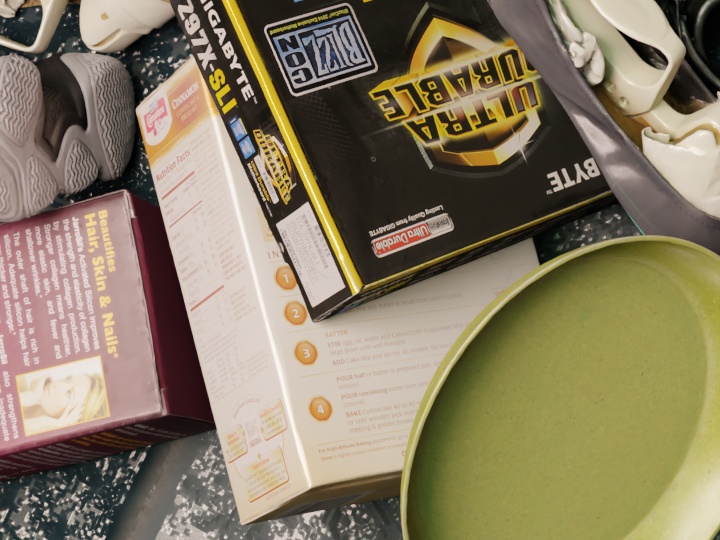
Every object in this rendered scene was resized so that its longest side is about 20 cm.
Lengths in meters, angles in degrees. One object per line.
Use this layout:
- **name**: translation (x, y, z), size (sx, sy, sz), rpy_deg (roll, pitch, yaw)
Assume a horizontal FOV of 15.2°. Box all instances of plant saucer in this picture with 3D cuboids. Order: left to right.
- **plant saucer**: translation (0.095, 0.072, 1.195), size (0.201, 0.200, 0.031), rpy_deg (-55, 41, 2)

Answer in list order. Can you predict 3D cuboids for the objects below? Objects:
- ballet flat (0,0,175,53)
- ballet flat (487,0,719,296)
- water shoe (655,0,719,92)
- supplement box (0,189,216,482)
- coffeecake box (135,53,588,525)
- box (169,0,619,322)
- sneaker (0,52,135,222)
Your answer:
- **ballet flat**: translation (-0.144, -0.139, 1.342), size (0.199, 0.071, 0.071), rpy_deg (5, 84, 22)
- **ballet flat**: translation (0.130, -0.073, 1.196), size (0.073, 0.073, 0.200), rpy_deg (-37, 96, 8)
- **water shoe**: translation (0.160, -0.127, 1.245), size (0.200, 0.079, 0.072), rpy_deg (38, 93, 17)
- **supplement box**: translation (-0.179, 0.043, 1.315), size (0.199, 0.086, 0.111), rpy_deg (-14, 78, 14)
- **coffeecake box**: translation (0.000, 0.000, 1.233), size (0.073, 0.153, 0.201), rpy_deg (-33, 69, 55)
- **box**: translation (0.031, -0.084, 1.210), size (0.049, 0.199, 0.160), rpy_deg (-34, 78, 53)
- **sneaker**: translation (-0.192, -0.065, 1.280), size (0.113, 0.200, 0.076), rpy_deg (1, 97, 20)
